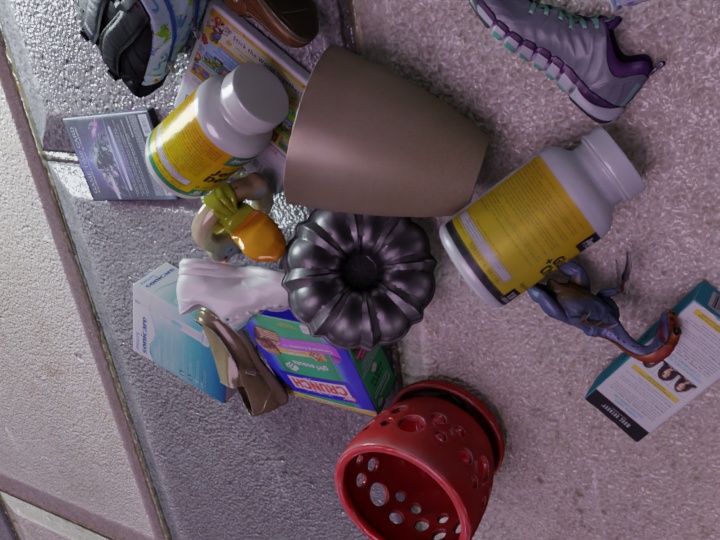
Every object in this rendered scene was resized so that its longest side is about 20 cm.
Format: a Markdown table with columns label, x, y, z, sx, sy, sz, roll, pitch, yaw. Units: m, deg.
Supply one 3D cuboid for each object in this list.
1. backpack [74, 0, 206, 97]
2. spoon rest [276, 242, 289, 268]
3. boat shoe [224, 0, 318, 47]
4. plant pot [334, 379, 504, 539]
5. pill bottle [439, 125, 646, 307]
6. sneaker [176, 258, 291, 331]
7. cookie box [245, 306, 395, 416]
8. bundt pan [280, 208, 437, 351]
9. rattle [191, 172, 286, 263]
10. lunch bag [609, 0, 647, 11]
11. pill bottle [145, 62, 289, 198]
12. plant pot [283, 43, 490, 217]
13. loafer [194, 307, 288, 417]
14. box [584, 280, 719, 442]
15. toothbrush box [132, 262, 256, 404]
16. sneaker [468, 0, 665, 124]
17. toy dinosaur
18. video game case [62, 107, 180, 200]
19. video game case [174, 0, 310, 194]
| label | x | y | z | sx | sy | sz | roll | pitch | yaw |
| --- | --- | --- | --- | --- | --- | --- | --- | --- | --- |
| backpack | -0.277 | -0.333 | 1.031 | 0.163 | 0.154 | 0.200 | 56 | 168 | -3 |
| spoon rest | -0.013 | 0.009 | 1.132 | 0.200 | 0.061 | 0.099 | 26 | 132 | 2 |
| boat shoe | -0.126 | -0.337 | 0.980 | 0.200 | 0.072 | 0.068 | 54 | 138 | 8 |
| plant pot | 0.093 | 0.265 | 1.123 | 0.200 | 0.182 | 0.201 | 18 | 126 | 26 |
| pill bottle | 0.191 | -0.058 | 0.861 | 0.200 | 0.112 | 0.112 | -37 | 95 | 15 |
| sneaker | -0.145 | 0.038 | 1.085 | 0.199 | 0.075 | 0.089 | 7 | 86 | 9 |
| cookie box | -0.059 | 0.108 | 1.166 | 0.171 | 0.075 | 0.200 | 8 | 141 | 31 |
| bundt pan | 0.000 | 0.000 | 1.010 | 0.202 | 0.202 | 0.076 | 46 | 175 | 1 |
| rattle | -0.151 | -0.029 | 1.131 | 0.143 | 0.130 | 0.200 | 33 | 142 | 11 |
| lunch bag | 0.266 | -0.337 | 0.664 | 0.169 | 0.127 | 0.201 | -9 | 106 | 36 |
| pill bottle | -0.183 | -0.180 | 1.053 | 0.200 | 0.113 | 0.113 | -28 | 100 | 42 |
| plant pot | 0.039 | -0.137 | 0.928 | 0.199 | 0.187 | 0.188 | 17 | 128 | 7 |
| loafer | -0.183 | 0.137 | 1.205 | 0.200 | 0.067 | 0.076 | 54 | 160 | -15 |
| box | 0.351 | 0.108 | 0.934 | 0.082 | 0.049 | 0.200 | 40 | 133 | 8 |
| toothbrush box | -0.271 | 0.101 | 1.340 | 0.200 | 0.085 | 0.147 | 25 | 128 | 19 |
| sneaker | 0.203 | -0.240 | 0.814 | 0.200 | 0.074 | 0.088 | 38 | 123 | -6 |
| toy dinosaur | 0.264 | 0.038 | 0.922 | 0.182 | 0.105 | 0.200 | 47 | 168 | 12 |
| video game case | -0.373 | -0.177 | 1.283 | 0.200 | 0.019 | 0.143 | 3 | 119 | 35 |
| video game case | -0.149 | -0.227 | 1.092 | 0.200 | 0.023 | 0.182 | 41 | 133 | 8 |
